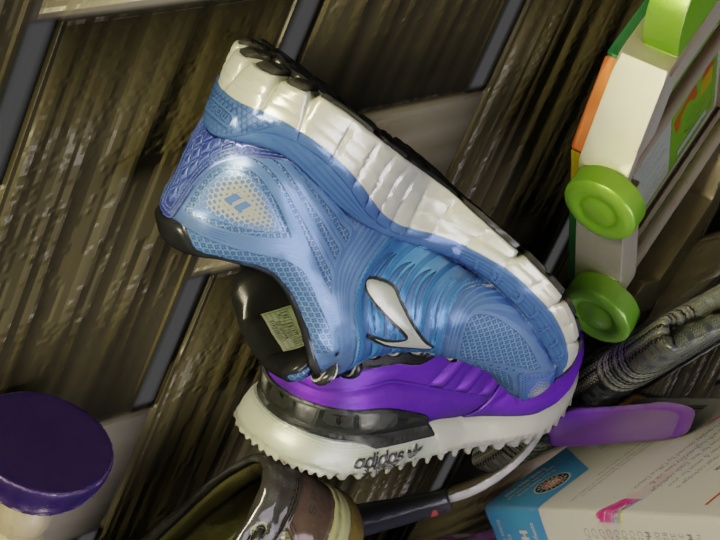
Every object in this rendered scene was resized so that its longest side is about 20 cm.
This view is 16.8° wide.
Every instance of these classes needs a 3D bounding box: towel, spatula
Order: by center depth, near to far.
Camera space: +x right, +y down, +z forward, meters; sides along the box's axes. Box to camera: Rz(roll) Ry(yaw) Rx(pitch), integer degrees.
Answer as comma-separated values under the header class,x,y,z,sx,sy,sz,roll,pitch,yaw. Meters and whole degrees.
class,x,y,z,sx,sy,sz,roll,pitch,yaw
spatula,0.051,0.089,1.061,0.199,0.021,0.057,-19,161,-7
towel,0.161,0.016,1.118,0.199,0.035,0.193,-27,172,-29

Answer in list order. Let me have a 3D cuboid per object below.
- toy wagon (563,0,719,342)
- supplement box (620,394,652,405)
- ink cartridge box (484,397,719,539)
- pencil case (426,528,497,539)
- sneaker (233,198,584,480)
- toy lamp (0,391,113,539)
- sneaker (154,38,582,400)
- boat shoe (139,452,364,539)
class,x,y,z,sx,sy,sz,roll,pitch,yaw
toy wagon,0.130,-0.071,0.997,0.156,0.039,0.201,-53,155,-30
supplement box,0.210,0.184,1.303,0.133,0.197,0.200,-54,152,11
ink cartridge box,0.167,0.109,1.076,0.115,0.199,0.068,-31,106,-34
pencil case,0.049,0.159,1.154,0.199,0.084,0.086,-8,128,-51
sneaker,0.039,0.016,0.974,0.199,0.069,0.100,-14,129,-53
toy lamp,-0.135,0.136,0.881,0.058,0.058,0.201,-20,142,-43
sneaker,0.000,0.000,0.855,0.089,0.079,0.200,-51,131,5
boat shoe,-0.091,0.142,0.951,0.200,0.072,0.066,-40,125,9
